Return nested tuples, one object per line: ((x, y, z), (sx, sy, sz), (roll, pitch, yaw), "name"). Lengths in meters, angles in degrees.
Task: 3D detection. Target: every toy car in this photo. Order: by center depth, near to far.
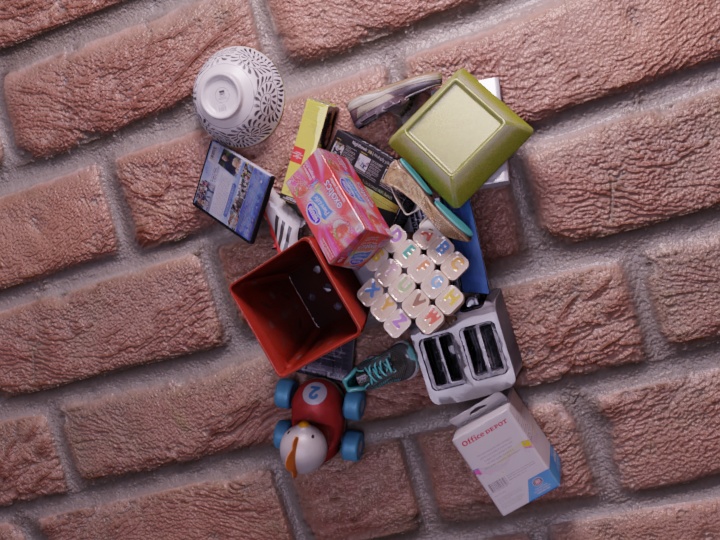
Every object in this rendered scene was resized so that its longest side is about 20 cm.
((-0.103, 0.323, 1.781), (0.182, 0.200, 0.179), (7, 106, 15), "toy car")

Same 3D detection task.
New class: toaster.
((0.202, 0.152, 1.711), (0.179, 0.119, 0.203), (-16, 94, 19), "toaster")

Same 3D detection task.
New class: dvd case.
((-0.257, -0.159, 1.806), (0.199, 0.017, 0.144), (32, 110, 36), "dvd case")
((-0.077, 0.121, 1.833), (0.147, 0.016, 0.203), (11, 106, 18), "dvd case")

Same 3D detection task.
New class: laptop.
((0.138, -0.038, 1.701), (0.197, 0.116, 0.190), (-12, 95, 18), "laptop")

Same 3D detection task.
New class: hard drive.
((0.200, -0.246, 1.658), (0.130, 0.026, 0.203), (-8, 74, 18), "hard drive")

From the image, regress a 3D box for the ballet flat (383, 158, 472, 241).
((0.116, -0.112, 1.622), (0.065, 0.070, 0.200), (-45, 80, 16), "ballet flat")

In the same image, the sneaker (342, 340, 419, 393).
((0.036, 0.197, 1.737), (0.200, 0.091, 0.078), (-37, 79, 52), "sneaker")

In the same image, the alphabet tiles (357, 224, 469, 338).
((0.093, 0.016, 1.634), (0.195, 0.015, 0.200), (-44, 67, 5), "alphabet tiles")

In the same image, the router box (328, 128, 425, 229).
((0.009, -0.156, 1.729), (0.199, 0.052, 0.159), (34, 107, 25), "router box")

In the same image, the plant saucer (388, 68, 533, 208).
((0.173, -0.249, 1.623), (0.200, 0.048, 0.200), (-45, 65, 3), "plant saucer")

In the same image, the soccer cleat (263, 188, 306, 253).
((-0.153, -0.106, 1.807), (0.084, 0.069, 0.202), (-18, 92, 4), "soccer cleat")

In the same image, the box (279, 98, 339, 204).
((-0.100, -0.231, 1.764), (0.050, 0.075, 0.202), (21, 105, 12), "box")

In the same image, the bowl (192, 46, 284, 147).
((-0.259, -0.344, 1.782), (0.198, 0.094, 0.204), (3, 99, 17), "bowl")

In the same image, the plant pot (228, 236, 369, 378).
((-0.093, 0.052, 1.718), (0.199, 0.176, 0.201), (-30, 91, 24), "plant pot")

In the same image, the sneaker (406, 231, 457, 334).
((0.129, 0.019, 1.673), (0.075, 0.070, 0.203), (-13, 70, 9), "sneaker")

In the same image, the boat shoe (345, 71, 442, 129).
((0.068, -0.321, 1.704), (0.198, 0.072, 0.066), (-16, 100, 21), "boat shoe")

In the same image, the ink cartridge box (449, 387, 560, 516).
((0.272, 0.328, 1.706), (0.128, 0.125, 0.201), (-32, 93, 18), "ink cartridge box")

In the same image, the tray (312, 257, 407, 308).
((0.000, 0.000, 1.787), (0.198, 0.022, 0.109), (20, 118, 14), "tray")

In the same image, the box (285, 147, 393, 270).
((-0.041, -0.112, 1.657), (0.103, 0.094, 0.201), (-42, 61, 25), "box")
